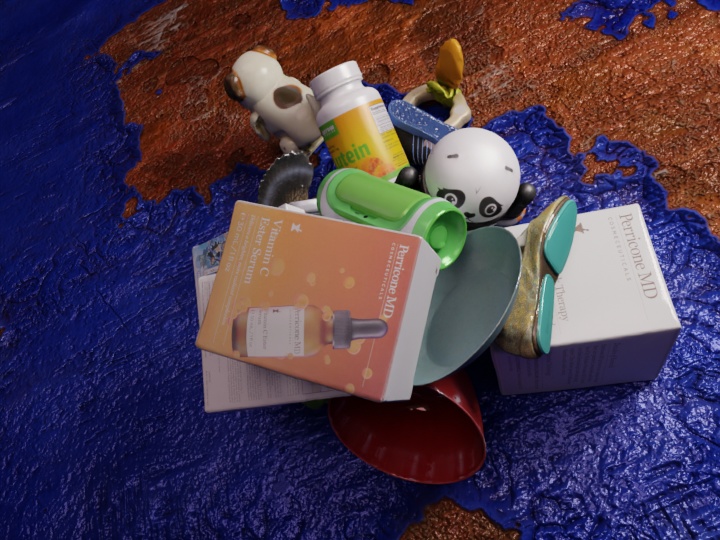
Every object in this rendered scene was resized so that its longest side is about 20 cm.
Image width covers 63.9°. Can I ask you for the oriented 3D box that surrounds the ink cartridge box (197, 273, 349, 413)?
[{"bbox_3d":[-0.090,0.073,0.668,0.198,0.050,0.163,-10,77,14],"label":"ink cartridge box"}]

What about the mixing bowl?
[{"bbox_3d":[0.067,0.164,0.733,0.198,0.201,0.109,2,38,21],"label":"mixing bowl"}]

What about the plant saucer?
[{"bbox_3d":[0.107,0.044,0.633,0.201,0.039,0.202,-45,22,24],"label":"plant saucer"}]

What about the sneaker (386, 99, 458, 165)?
[{"bbox_3d":[0.120,-0.204,0.971,0.199,0.078,0.070,35,56,2],"label":"sneaker"}]

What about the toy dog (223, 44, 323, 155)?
[{"bbox_3d":[-0.148,-0.294,1.025,0.200,0.194,0.140,41,87,-6],"label":"toy dog"}]

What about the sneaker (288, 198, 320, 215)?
[{"bbox_3d":[-0.025,-0.071,0.887,0.073,0.199,0.072,-3,87,46],"label":"sneaker"}]

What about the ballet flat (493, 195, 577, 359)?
[{"bbox_3d":[0.190,0.001,0.642,0.070,0.071,0.201,9,65,24],"label":"ballet flat"}]

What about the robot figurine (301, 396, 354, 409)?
[{"bbox_3d":[-0.086,0.117,0.822,0.199,0.176,0.116,30,60,7],"label":"robot figurine"}]

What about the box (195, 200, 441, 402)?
[{"bbox_3d":[-0.037,0.031,0.578,0.198,0.106,0.154,12,83,20],"label":"box"}]

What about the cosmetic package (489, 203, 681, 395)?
[{"bbox_3d":[0.259,0.045,0.727,0.198,0.167,0.169,-10,58,13],"label":"cosmetic package"}]

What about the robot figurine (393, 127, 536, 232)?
[{"bbox_3d":[0.131,-0.099,0.756,0.150,0.200,0.125,-32,81,-13],"label":"robot figurine"}]

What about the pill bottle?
[{"bbox_3d":[-0.004,-0.220,0.920,0.110,0.111,0.201,-24,99,5],"label":"pill bottle"}]

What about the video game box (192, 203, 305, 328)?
[{"bbox_3d":[-0.137,0.040,0.747,0.181,0.047,0.202,-18,73,30],"label":"video game box"}]

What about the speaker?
[{"bbox_3d":[0.031,-0.067,0.703,0.089,0.089,0.199,-50,44,-12],"label":"speaker"}]

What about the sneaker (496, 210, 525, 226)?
[{"bbox_3d":[0.158,-0.136,0.899,0.198,0.112,0.078,9,64,24],"label":"sneaker"}]

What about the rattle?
[{"bbox_3d":[0.089,-0.283,0.999,0.198,0.143,0.131,-19,76,1],"label":"rattle"}]

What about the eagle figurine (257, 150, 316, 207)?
[{"bbox_3d":[-0.103,-0.069,0.944,0.150,0.152,0.202,1,71,-28],"label":"eagle figurine"}]
